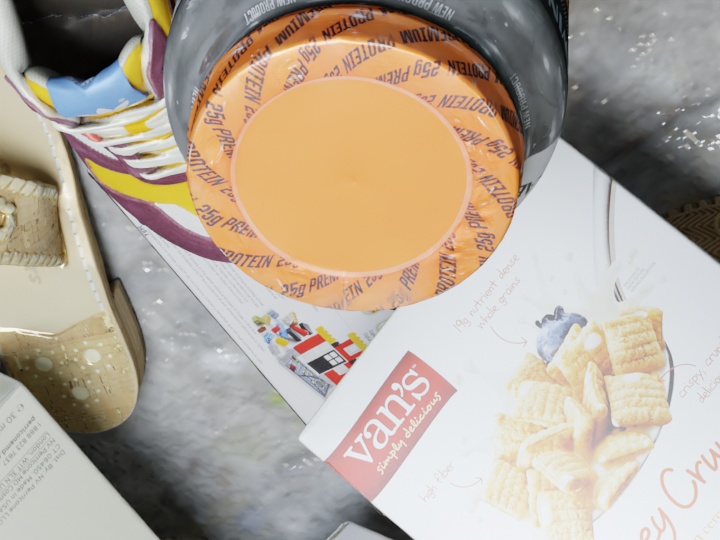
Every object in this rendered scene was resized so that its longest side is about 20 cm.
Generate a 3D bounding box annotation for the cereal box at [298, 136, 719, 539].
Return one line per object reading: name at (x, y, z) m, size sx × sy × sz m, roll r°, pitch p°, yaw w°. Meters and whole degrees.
cereal box at (0.097, 0.066, 0.878) m, size 0.200 × 0.040 × 0.144 m, roll 39°, pitch 96°, yaw 11°

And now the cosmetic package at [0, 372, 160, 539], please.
cosmetic package at (-0.122, 0.128, 1.017) m, size 0.105 × 0.071 × 0.200 m, roll 12°, pitch 145°, yaw 56°

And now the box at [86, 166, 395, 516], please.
box at (0.000, 0.000, 0.959) m, size 0.110 × 0.035 × 0.200 m, roll -26°, pitch 121°, yaw 22°

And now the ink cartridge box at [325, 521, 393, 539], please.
ink cartridge box at (0.048, 0.211, 1.004) m, size 0.144 × 0.084 × 0.200 m, roll 18°, pitch 144°, yaw 48°

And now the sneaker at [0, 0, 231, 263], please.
sneaker at (-0.080, -0.062, 0.835) m, size 0.075 × 0.090 × 0.200 m, roll -25°, pitch 124°, yaw 14°

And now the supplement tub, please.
supplement tub at (0.005, -0.085, 0.790) m, size 0.122 × 0.200 × 0.123 m, roll 2°, pitch 128°, yaw 3°

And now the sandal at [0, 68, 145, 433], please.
sandal at (-0.141, -0.008, 0.945) m, size 0.077 × 0.070 × 0.212 m, roll -16°, pitch 124°, yaw 16°

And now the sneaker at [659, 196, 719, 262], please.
sneaker at (0.194, 0.031, 0.944) m, size 0.199 × 0.070 × 0.109 m, roll -1°, pitch 125°, yaw 2°
